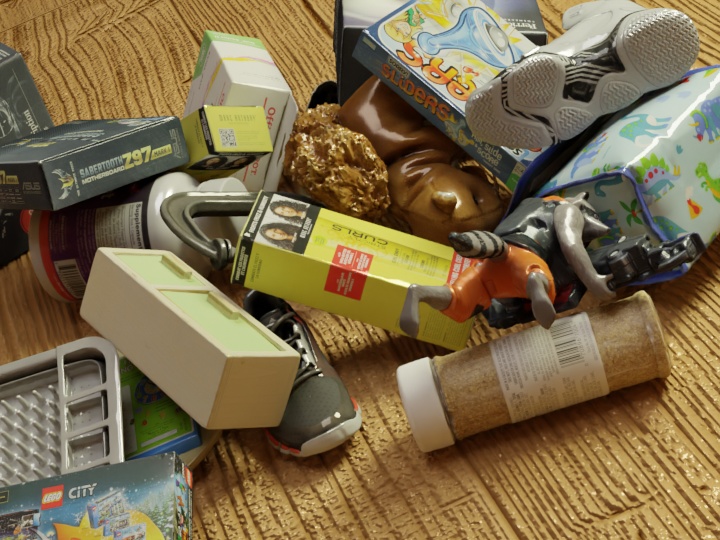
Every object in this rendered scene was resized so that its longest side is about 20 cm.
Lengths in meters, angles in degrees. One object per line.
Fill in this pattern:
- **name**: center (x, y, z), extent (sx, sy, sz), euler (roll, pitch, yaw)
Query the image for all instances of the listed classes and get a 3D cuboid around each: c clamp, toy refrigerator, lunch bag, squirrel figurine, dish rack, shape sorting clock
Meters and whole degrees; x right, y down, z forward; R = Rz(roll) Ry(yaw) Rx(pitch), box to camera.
- **c clamp**: center (-0.072, -0.029, 1.401), extent (0.199, 0.027, 0.171), euler (1, 33, -25)
- **toy refrigerator**: center (-0.139, 0.048, 1.279), extent (0.076, 0.070, 0.200), euler (3, 22, -42)
- **lunch bag**: center (0.219, -0.075, 1.332), extent (0.170, 0.128, 0.200), euler (-41, 15, -31)
- **squirrel figurine**: center (0.031, -0.079, 1.427), extent (0.199, 0.142, 0.187), euler (-6, 46, -21)
- **dish rack**: center (-0.274, 0.154, 1.277), extent (0.199, 0.044, 0.173), euler (-17, 54, 10)
- **shape sorting clock**: center (-0.197, 0.129, 1.331), extent (0.199, 0.039, 0.201), euler (-15, 43, 14)

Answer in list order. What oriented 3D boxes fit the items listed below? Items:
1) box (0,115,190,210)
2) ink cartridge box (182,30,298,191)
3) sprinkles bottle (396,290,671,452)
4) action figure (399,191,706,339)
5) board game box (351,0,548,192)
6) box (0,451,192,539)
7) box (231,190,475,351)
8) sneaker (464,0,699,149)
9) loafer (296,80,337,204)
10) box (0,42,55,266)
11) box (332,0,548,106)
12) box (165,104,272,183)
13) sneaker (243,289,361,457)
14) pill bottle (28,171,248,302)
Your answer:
- **box**: center (-0.283, -0.103, 1.520), extent (0.157, 0.051, 0.199), euler (-25, 18, -36)
- **ink cartridge box**: center (-0.128, -0.159, 1.651), extent (0.067, 0.118, 0.200), euler (8, 24, -21)
- **sprinkles bottle**: center (0.129, 0.076, 1.193), extent (0.199, 0.069, 0.068), euler (-18, 31, 5)
- **action figure**: center (0.140, -0.015, 1.165), extent (0.199, 0.105, 0.193), euler (-21, 8, 33)
- **board game box**: center (0.109, -0.167, 1.418), extent (0.200, 0.035, 0.135), euler (41, 50, 13)
- **box**: center (-0.220, 0.219, 1.163), extent (0.199, 0.038, 0.137), euler (-13, 54, 13)
- **box**: center (0.000, 0.000, 1.305), extent (0.199, 0.050, 0.075), euler (18, 37, 2)
- **sneaker**: center (0.174, -0.165, 1.323), extent (0.199, 0.076, 0.115), euler (-23, 19, 0)
- **loafer**: center (-0.034, -0.126, 1.602), extent (0.075, 0.069, 0.200), euler (-16, 31, 7)
- **box**: center (-0.412, -0.111, 1.676), extent (0.182, 0.201, 0.104), euler (-33, 34, -19)
- **box**: center (0.075, -0.229, 1.593), extent (0.198, 0.124, 0.199), euler (1, 33, -4)
- **box**: center (-0.176, -0.107, 1.576), extent (0.075, 0.050, 0.199), euler (-4, -13, -42)
- **sneaker**: center (-0.062, 0.077, 1.292), extent (0.077, 0.082, 0.200), euler (-26, 31, -9)
- **pill bottle**: center (-0.205, -0.034, 1.519), extent (0.199, 0.112, 0.112), euler (-7, 34, 21)
